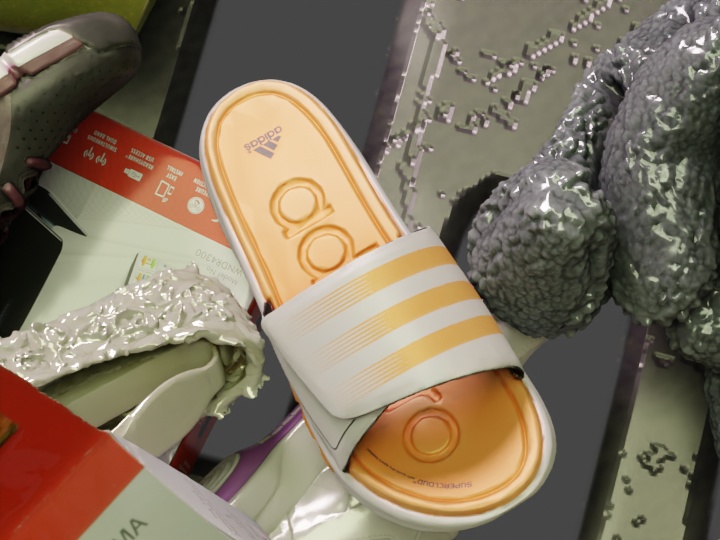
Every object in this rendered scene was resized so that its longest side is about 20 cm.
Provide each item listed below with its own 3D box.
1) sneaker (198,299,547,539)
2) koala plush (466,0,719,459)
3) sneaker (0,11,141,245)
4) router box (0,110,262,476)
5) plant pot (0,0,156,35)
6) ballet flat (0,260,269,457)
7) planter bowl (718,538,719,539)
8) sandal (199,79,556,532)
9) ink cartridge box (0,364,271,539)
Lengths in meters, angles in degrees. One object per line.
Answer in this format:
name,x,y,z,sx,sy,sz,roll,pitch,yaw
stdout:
sneaker,0.013,0.081,0.890,0.200,0.075,0.100,-41,97,-7
koala plush,0.169,-0.048,0.820,0.177,0.200,0.185,33,62,-9
sneaker,-0.142,0.001,0.861,0.199,0.076,0.116,-36,82,5
router box,-0.148,0.019,0.913,0.199,0.049,0.181,25,79,8
plant pot,-0.161,-0.173,0.909,0.199,0.187,0.188,27,79,-6
ballet flat,-0.117,0.057,0.810,0.199,0.072,0.072,-29,76,-24
planter bowl,0.171,0.169,0.804,0.200,0.201,0.135,-45,51,-8
sandal,-0.007,0.004,0.837,0.079,0.059,0.207,-32,64,-4
ink cartridge box,-0.111,0.132,0.747,0.163,0.200,0.057,-47,65,-1
